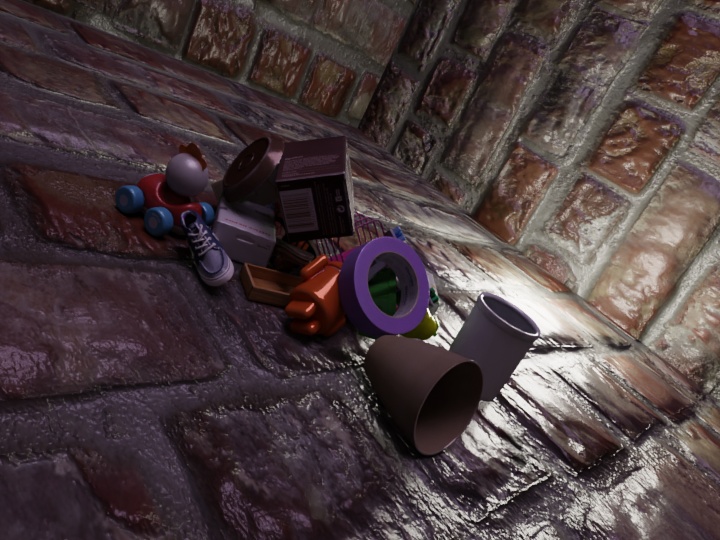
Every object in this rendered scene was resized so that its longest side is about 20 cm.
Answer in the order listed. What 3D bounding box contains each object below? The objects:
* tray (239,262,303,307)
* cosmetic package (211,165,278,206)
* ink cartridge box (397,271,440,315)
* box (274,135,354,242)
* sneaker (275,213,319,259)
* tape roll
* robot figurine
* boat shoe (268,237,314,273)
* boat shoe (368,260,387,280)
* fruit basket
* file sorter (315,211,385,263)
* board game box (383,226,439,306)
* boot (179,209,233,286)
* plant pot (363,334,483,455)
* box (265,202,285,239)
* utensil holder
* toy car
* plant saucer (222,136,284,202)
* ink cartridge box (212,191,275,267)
[{"bbox_3d":[-0.169,0.044,1.258,0.196,0.038,0.099,15,25,-33],"label":"tray"},{"bbox_3d":[-0.279,-0.218,1.469,0.073,0.195,0.106,-67,137,-69],"label":"cosmetic package"},{"bbox_3d":[0.136,0.053,1.582,0.142,0.085,0.201,26,21,-10],"label":"ink cartridge box"},{"bbox_3d":[-0.102,-0.197,1.333,0.160,0.169,0.202,-6,37,4],"label":"box"},{"bbox_3d":[-0.160,-0.058,1.422,0.088,0.070,0.205,-12,74,-19],"label":"sneaker"},{"bbox_3d":[0.052,0.036,1.174,0.196,0.205,0.065,17,-20,-30],"label":"tape roll"},{"bbox_3d":[-0.075,0.055,1.190,0.144,0.117,0.200,47,46,1],"label":"robot figurine"},{"bbox_3d":[-0.165,-0.025,1.306,0.071,0.069,0.199,23,1,-25],"label":"boat shoe"},{"bbox_3d":[0.000,0.000,1.316,0.072,0.199,0.066,50,-3,6],"label":"boat shoe"},{"bbox_3d":[0.095,0.090,1.341,0.209,0.160,0.216,0,21,0],"label":"fruit basket"},{"bbox_3d":[-0.026,-0.071,1.436,0.136,0.128,0.199,-23,21,-18],"label":"file sorter"},{"bbox_3d":[0.122,-0.011,1.366,0.203,0.025,0.200,60,-2,-1],"label":"board game box"},{"bbox_3d":[-0.329,-0.049,1.159,0.200,0.072,0.092,42,-19,48],"label":"boot"},{"bbox_3d":[0.102,0.210,1.067,0.185,0.192,0.199,9,16,-44],"label":"plant pot"},{"bbox_3d":[-0.222,-0.156,1.564,0.094,0.101,0.201,13,25,-36],"label":"box"},{"bbox_3d":[0.307,0.183,1.341,0.167,0.203,0.171,25,21,-10],"label":"utensil holder"},{"bbox_3d":[-0.415,-0.204,1.264,0.175,0.203,0.184,34,20,14],"label":"toy car"},{"bbox_3d":[-0.268,-0.252,1.348,0.034,0.200,0.201,43,9,-35],"label":"plant saucer"},{"bbox_3d":[-0.286,-0.100,1.360,0.143,0.086,0.201,19,23,-18],"label":"ink cartridge box"}]
